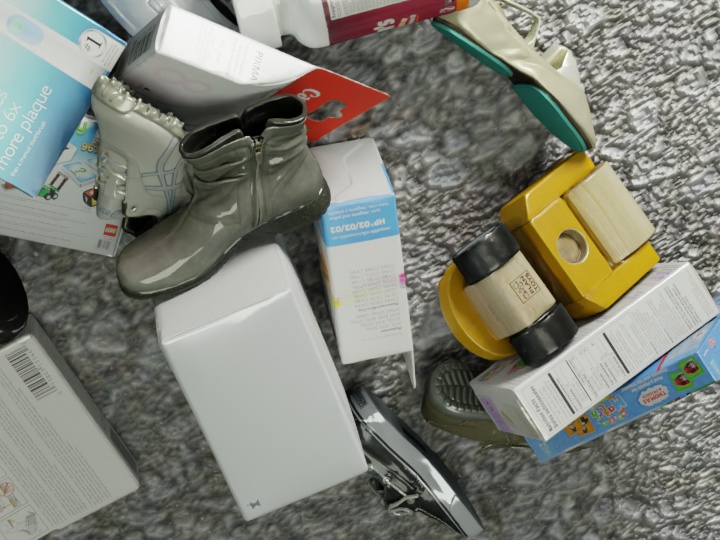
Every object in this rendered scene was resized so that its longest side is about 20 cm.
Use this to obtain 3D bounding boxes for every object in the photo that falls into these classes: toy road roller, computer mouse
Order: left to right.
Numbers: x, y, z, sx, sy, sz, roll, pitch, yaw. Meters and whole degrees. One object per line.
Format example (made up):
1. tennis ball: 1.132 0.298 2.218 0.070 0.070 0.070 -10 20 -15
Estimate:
1. computer mouse: -0.172 -0.228 1.413 0.200 0.044 0.110 38 105 -27
2. toy road roller: 0.156 -0.003 1.570 0.200 0.146 0.123 -38 93 -25

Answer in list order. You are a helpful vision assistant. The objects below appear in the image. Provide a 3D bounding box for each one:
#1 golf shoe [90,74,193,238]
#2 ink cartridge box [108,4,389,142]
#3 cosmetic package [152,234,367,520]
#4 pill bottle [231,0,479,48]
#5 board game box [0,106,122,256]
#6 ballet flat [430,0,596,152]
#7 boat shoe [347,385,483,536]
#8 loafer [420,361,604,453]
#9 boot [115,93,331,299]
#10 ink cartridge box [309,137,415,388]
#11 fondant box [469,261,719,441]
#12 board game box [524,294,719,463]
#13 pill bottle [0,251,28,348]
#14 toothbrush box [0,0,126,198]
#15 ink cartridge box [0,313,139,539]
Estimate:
1. golf shoe: -0.181 -0.083 1.397 0.098 0.078 0.200 -53 158 -9
2. ink cartridge box: -0.100 -0.140 1.417 0.199 0.162 0.058 25 71 -20
3. cosmetic package: -0.094 0.067 1.505 0.122 0.201 0.201 -21 122 1
4. pill bottle: -0.008 -0.243 1.400 0.198 0.110 0.110 -15 121 -3
5. board game box: -0.290 -0.091 1.472 0.198 0.035 0.127 12 115 -18
6. ballet flat: 0.147 -0.182 1.498 0.200 0.070 0.069 38 106 -26
7. boat shoe: 0.040 0.200 1.680 0.068 0.074 0.199 -40 119 7
8. loafer: 0.144 0.135 1.678 0.198 0.076 0.070 16 147 -21
9. boot: -0.124 -0.066 1.389 0.199 0.068 0.131 -27 144 -3
10. ink cartridge box: 0.000 0.000 1.535 0.067 0.115 0.202 -10 120 -4
11. fondant box: 0.208 0.071 1.569 0.199 0.144 0.059 -34 96 -10
12. board game box: 0.258 0.093 1.582 0.199 0.151 0.037 -30 97 37
13. pill bottle: -0.389 0.058 1.484 0.199 0.112 0.112 -35 120 22
14. toothbrush box: -0.309 -0.174 1.366 0.199 0.085 0.147 32 91 -21
15. ink cartridge box: -0.327 0.161 1.601 0.175 0.045 0.201 -28 120 4
